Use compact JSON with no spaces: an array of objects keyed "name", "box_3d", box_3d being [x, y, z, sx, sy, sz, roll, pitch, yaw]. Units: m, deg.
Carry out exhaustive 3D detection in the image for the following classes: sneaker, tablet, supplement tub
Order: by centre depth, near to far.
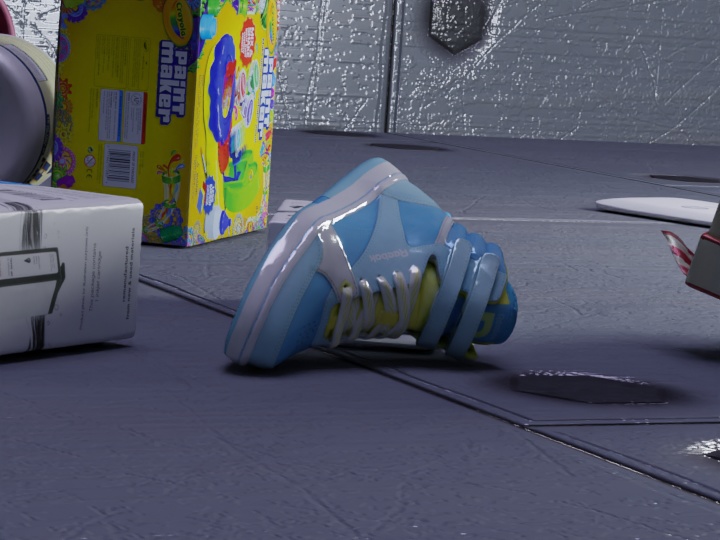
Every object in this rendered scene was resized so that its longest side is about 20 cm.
[{"name":"sneaker","box_3d":[0.016,0.017,1.451,0.130,0.080,0.200,32,39,11]},{"name":"supplement tub","box_3d":[-0.326,-0.131,2.219,0.144,0.146,0.200,4,6,4]},{"name":"tablet","box_3d":[0.345,-0.057,2.561,0.129,0.014,0.199,-2,9,-42]}]

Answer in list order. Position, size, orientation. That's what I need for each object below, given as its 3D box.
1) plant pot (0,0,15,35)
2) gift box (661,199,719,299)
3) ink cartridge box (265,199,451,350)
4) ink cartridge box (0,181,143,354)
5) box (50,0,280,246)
[{"name":"plant pot","box_3d":[-0.547,-0.267,3.166,0.199,0.202,0.179,0,-8,-31]},{"name":"gift box","box_3d":[0.306,-0.041,1.601,0.199,0.188,0.184,24,16,24]},{"name":"ink cartridge box","box_3d":[0.000,0.000,1.609,0.115,0.067,0.200,5,6,1]},{"name":"ink cartridge box","box_3d":[-0.237,-0.003,1.413,0.145,0.085,0.199,9,9,33]},{"name":"box","box_3d":[-0.155,-0.131,2.074,0.121,0.202,0.193,6,8,16]}]
